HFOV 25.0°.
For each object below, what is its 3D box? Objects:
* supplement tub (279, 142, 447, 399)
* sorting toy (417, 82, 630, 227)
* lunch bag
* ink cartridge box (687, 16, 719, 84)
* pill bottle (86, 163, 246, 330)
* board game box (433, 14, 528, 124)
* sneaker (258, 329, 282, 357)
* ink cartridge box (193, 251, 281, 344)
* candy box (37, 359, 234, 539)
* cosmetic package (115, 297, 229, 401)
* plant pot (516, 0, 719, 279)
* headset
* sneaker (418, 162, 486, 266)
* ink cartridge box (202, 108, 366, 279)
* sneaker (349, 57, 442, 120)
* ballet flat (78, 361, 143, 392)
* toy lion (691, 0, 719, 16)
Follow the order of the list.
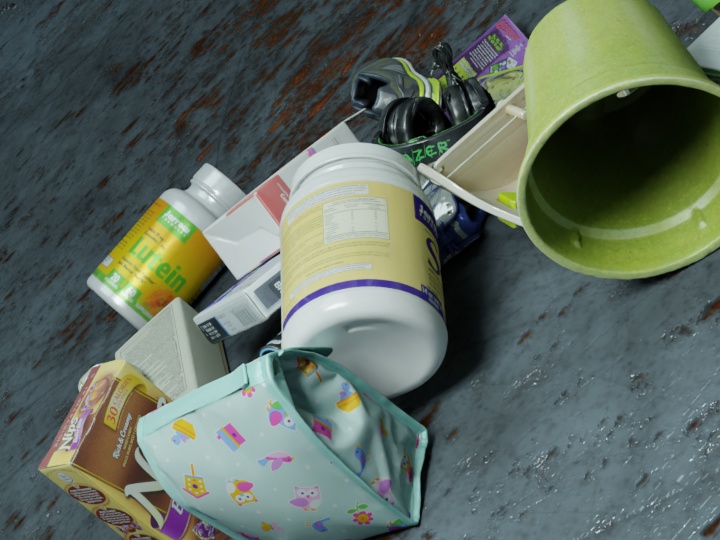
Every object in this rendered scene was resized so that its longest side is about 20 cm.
[{"bbox_3d":[0.000,0.000,1.447,0.145,0.145,0.201,-29,44,28],"label":"supplement tub"},{"bbox_3d":[0.188,-0.095,1.467,0.200,0.107,0.180,-42,38,-8],"label":"sorting toy"},{"bbox_3d":[-0.068,0.148,1.370,0.170,0.200,0.122,-26,39,35],"label":"lunch bag"},{"bbox_3d":[0.376,-0.216,1.390,0.200,0.059,0.104,-44,27,-11],"label":"ink cartridge box"},{"bbox_3d":[-0.216,-0.024,1.897,0.200,0.111,0.111,-50,28,-7],"label":"pill bottle"},{"bbox_3d":[0.145,-0.191,1.716,0.120,0.032,0.200,-44,28,12],"label":"board game box"},{"bbox_3d":[-0.059,0.072,1.602,0.072,0.072,0.200,-26,32,35],"label":"sneaker"},{"bbox_3d":[-0.063,-0.008,1.658,0.200,0.043,0.198,-40,5,-22],"label":"ink cartridge box"},{"bbox_3d":[-0.187,0.188,1.484,0.056,0.200,0.117,-16,40,44],"label":"candy box"},{"bbox_3d":[-0.196,0.125,1.715,0.103,0.073,0.200,-41,29,11],"label":"cosmetic package"},{"bbox_3d":[0.212,-0.127,1.333,0.200,0.200,0.185,-34,37,21],"label":"plant pot"},{"bbox_3d":[0.077,-0.163,1.627,0.123,0.094,0.200,-14,18,21],"label":"headset"},{"bbox_3d":[0.067,-0.036,1.568,0.088,0.075,0.200,3,55,54],"label":"sneaker"},{"bbox_3d":[-0.061,-0.084,1.720,0.200,0.068,0.116,-42,7,-40],"label":"ink cartridge box"},{"bbox_3d":[0.023,-0.203,1.811,0.200,0.081,0.074,-148,69,-66],"label":"sneaker"},{"bbox_3d":[-0.251,0.129,1.640,0.069,0.069,0.200,-45,27,1],"label":"ballet flat"},{"bbox_3d":[0.364,-0.306,1.429,0.200,0.069,0.192,-47,2,21],"label":"toy lion"}]
